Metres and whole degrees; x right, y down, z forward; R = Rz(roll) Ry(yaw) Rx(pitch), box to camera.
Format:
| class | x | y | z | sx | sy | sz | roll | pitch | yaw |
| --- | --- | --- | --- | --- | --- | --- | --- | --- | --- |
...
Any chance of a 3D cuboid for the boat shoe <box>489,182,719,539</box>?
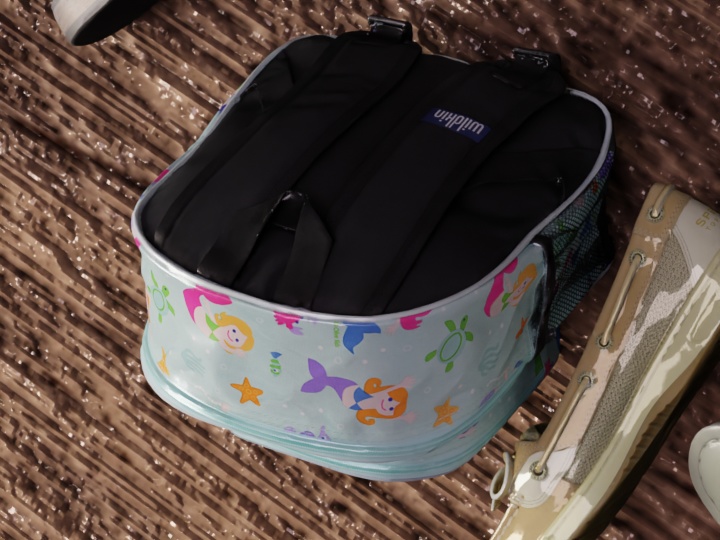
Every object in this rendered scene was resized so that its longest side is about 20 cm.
| class | x | y | z | sx | sy | sz | roll | pitch | yaw |
| --- | --- | --- | --- | --- | --- | --- | --- | --- | --- |
| boat shoe | 0.100 | 0.059 | 1.184 | 0.063 | 0.073 | 0.201 | 36 | 106 | 13 |

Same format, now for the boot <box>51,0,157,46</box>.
| class | x | y | z | sx | sy | sz | roll | pitch | yaw |
| --- | --- | --- | --- | --- | --- | --- | --- | --- | --- |
| boot | -0.123 | -0.219 | 1.257 | 0.200 | 0.069 | 0.174 | -38 | 81 | 26 |

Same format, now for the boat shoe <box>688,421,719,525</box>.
| class | x | y | z | sx | sy | sz | roll | pitch | yaw |
| --- | --- | --- | --- | --- | --- | --- | --- | --- | --- |
| boat shoe | 0.232 | 0.111 | 1.139 | 0.201 | 0.061 | 0.072 | 29 | 135 | 21 |

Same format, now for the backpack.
| class | x | y | z | sx | sy | sz | roll | pitch | yaw |
| --- | --- | --- | --- | --- | --- | --- | --- | --- | --- |
| backpack | 0.000 | 0.000 | 1.157 | 0.177 | 0.200 | 0.151 | 16 | 123 | 21 |
